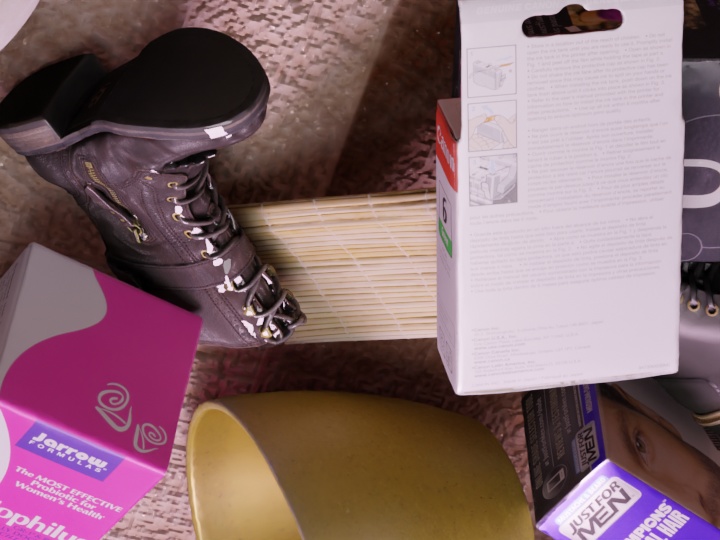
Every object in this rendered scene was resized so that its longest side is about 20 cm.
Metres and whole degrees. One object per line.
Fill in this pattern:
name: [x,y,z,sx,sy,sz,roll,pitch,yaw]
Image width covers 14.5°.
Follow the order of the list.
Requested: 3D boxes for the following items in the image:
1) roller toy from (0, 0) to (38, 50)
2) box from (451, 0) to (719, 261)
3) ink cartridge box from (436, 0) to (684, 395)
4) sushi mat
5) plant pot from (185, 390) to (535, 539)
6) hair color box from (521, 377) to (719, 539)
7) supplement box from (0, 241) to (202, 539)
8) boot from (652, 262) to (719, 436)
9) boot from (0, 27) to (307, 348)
roller toy: [-0.227,-0.169,1.273,0.200,0.140,0.183,35,91,-10]
box: [0.146,-0.081,1.390,0.200,0.106,0.122,0,126,-1]
ink cartridge box: [0.091,-0.044,1.307,0.109,0.050,0.200,-5,116,-8]
sushi mat: [0.000,0.000,1.428,0.200,0.012,0.096,-4,132,49]
plant pot: [0.009,0.146,1.518,0.142,0.200,0.200,-16,129,-20]
hair color box: [0.184,0.133,1.542,0.200,0.109,0.065,31,119,-22]
supplement box: [-0.175,0.087,1.467,0.101,0.103,0.200,24,140,-17]
boot: [0.192,0.010,1.452,0.138,0.078,0.200,31,137,-16]
boot: [-0.078,-0.031,1.412,0.200,0.069,0.174,0,135,48]
